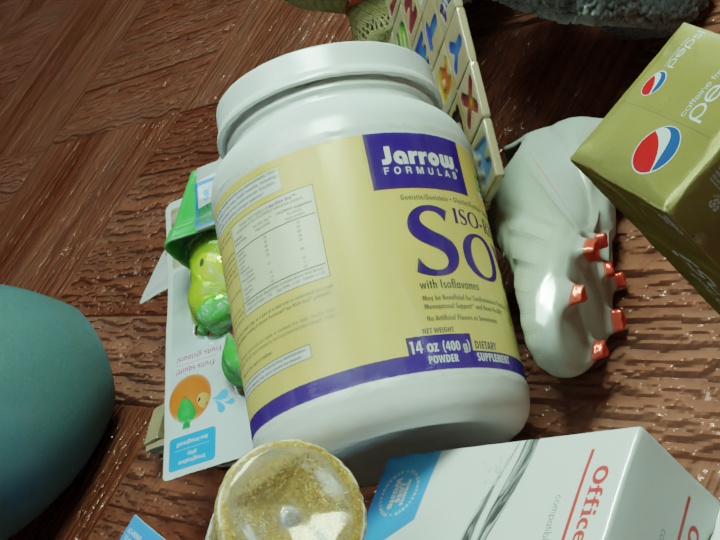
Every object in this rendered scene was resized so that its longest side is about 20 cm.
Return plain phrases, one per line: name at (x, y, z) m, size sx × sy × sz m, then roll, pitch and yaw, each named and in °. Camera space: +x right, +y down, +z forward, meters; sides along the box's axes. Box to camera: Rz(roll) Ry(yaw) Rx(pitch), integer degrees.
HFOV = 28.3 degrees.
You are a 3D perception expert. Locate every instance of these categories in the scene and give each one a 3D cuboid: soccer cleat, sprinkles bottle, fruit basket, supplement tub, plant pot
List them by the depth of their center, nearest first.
sprinkles bottle at (-0.047, 0.145, 0.689) m, size 0.200 × 0.068 × 0.069 m, roll 112°, pitch -177°, yaw -62°
supplement tub at (0.000, 0.000, 0.745) m, size 0.145 × 0.144 × 0.203 m, roll -26°, pitch 66°, yaw 36°
soccer cleat at (0.101, -0.012, 0.766) m, size 0.077 × 0.070 × 0.201 m, roll -11°, pitch 34°, yaw 23°
fruit basket at (-0.049, 0.012, 0.875) m, size 0.183 × 0.094 × 0.202 m, roll -18°, pitch 50°, yaw 23°
plant pot at (-0.266, 0.092, 1.084) m, size 0.134 × 0.203 × 0.199 m, roll -23°, pitch 12°, yaw -32°

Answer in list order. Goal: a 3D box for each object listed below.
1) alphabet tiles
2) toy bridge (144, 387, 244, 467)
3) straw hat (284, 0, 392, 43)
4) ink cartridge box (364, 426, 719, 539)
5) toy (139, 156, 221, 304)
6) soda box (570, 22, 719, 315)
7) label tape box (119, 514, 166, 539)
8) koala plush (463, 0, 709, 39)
alphabet tiles at (0.042, -0.110, 0.844) m, size 0.167 × 0.007 × 0.203 m, roll 110°, pitch 150°, yaw -67°
toy bridge at (-0.072, 0.091, 0.941) m, size 0.199 × 0.027 × 0.068 m, roll -28°, pitch 36°, yaw 36°
straw hat at (0.034, -0.183, 1.059) m, size 0.200 × 0.199 × 0.086 m, roll -14°, pitch 81°, yaw 48°
ink cartridge box at (0.079, 0.136, 0.616) m, size 0.199 × 0.067 × 0.117 m, roll -16°, pitch 41°, yaw 47°
toy at (-0.093, -0.052, 1.133) m, size 0.115 × 0.047 × 0.201 m, roll -31°, pitch 29°, yaw 38°
soda box at (0.166, 0.005, 0.509) m, size 0.064 × 0.200 × 0.068 m, roll -48°, pitch 28°, yaw 0°
label tape box at (-0.195, 0.242, 0.891) m, size 0.201 × 0.066 × 0.143 m, roll -56°, pitch 28°, yaw -10°
koala plush at (0.085, -0.230, 0.880) m, size 0.182 × 0.180 × 0.199 m, roll -11°, pitch 16°, yaw -31°
